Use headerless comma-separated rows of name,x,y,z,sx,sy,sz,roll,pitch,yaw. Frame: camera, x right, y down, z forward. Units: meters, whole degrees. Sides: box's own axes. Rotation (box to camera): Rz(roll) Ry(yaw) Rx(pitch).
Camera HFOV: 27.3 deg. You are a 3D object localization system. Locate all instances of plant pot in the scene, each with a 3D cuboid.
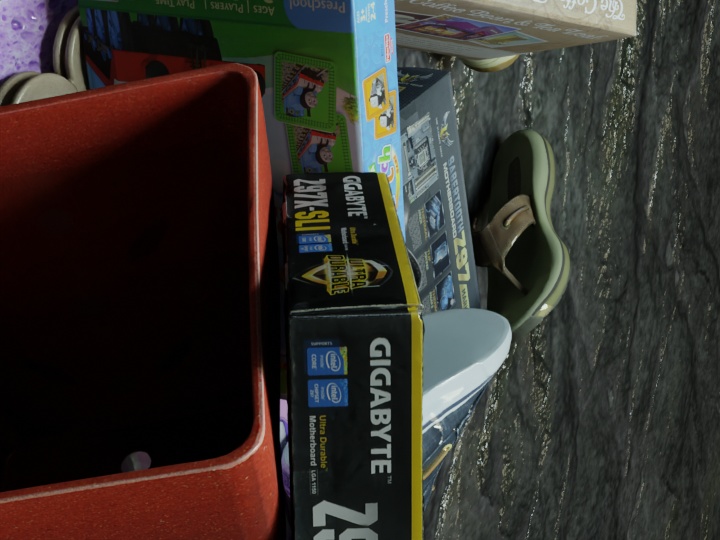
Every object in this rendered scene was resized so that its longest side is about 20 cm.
plant pot,-0.118,0.062,0.595,0.176,0.200,0.200,75,7,-45

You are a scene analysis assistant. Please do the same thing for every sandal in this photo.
sandal,0.104,-0.027,1.082,0.057,0.080,0.201,26,41,-25

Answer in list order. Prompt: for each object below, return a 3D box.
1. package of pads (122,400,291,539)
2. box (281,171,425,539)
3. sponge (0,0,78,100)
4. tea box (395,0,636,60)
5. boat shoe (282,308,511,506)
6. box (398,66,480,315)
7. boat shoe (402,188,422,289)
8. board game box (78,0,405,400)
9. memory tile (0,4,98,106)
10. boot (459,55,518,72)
package of pads,-0.076,0.138,0.848,0.121,0.076,0.200,-48,137,-45
box,-0.005,0.079,0.576,0.160,0.049,0.200,-96,-175,-71
sponge,-0.131,-0.064,0.745,0.112,0.030,0.200,-49,137,-41
tea box,0.043,-0.228,0.817,0.200,0.134,0.197,3,87,-41
boat shoe,0.024,0.102,0.879,0.200,0.071,0.091,-38,132,-43
box,0.015,-0.013,0.978,0.158,0.051,0.200,-42,132,-45
boat shoe,0.000,0.000,0.786,0.200,0.066,0.070,92,6,-67
board game box,-0.052,-0.040,0.675,0.037,0.151,0.200,-35,128,-50
memory tile,-0.104,-0.053,0.750,0.153,0.017,0.200,-61,145,-30
boot,0.073,-0.250,0.993,0.155,0.072,0.200,21,81,-56
